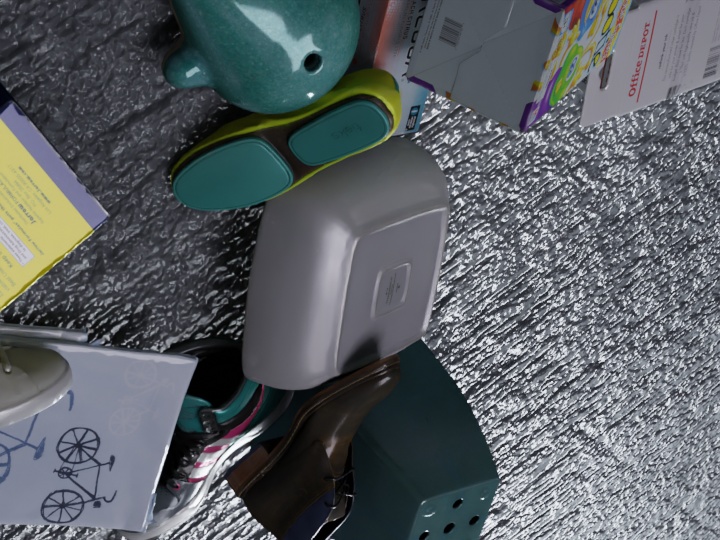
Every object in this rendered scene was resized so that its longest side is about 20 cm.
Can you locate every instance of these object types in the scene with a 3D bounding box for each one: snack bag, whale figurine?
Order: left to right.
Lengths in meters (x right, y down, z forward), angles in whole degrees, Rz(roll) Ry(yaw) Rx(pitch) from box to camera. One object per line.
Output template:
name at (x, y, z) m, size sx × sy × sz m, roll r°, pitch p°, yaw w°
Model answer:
snack bag at (-0.238, 0.125, 1.449) m, size 0.198 × 0.021 × 0.190 m, roll 6°, pitch 120°, yaw -23°
whale figurine at (-0.079, -0.186, 1.285) m, size 0.159 × 0.104 × 0.200 m, roll -48°, pitch 139°, yaw 6°

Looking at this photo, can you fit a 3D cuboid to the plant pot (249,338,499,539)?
plant pot at (0.021, 0.163, 1.620) m, size 0.140 × 0.200 × 0.142 m, roll -11°, pitch 132°, yaw -35°

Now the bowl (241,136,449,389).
bowl at (0.000, 0.000, 1.504) m, size 0.199 × 0.074 × 0.202 m, roll -20°, pitch 127°, yaw -48°

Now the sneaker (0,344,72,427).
sneaker at (-0.303, 0.068, 1.325) m, size 0.198 × 0.073 × 0.085 m, roll -7°, pitch 118°, yaw -24°

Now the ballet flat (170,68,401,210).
ballet flat at (-0.053, -0.102, 1.393) m, size 0.199 × 0.067 × 0.067 m, roll -20°, pitch 125°, yaw 26°

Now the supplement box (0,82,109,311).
supplement box at (-0.284, -0.024, 1.218) m, size 0.200 × 0.109 × 0.110 m, roll -40°, pitch 119°, yaw -4°

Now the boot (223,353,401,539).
boot at (-0.018, 0.155, 1.514) m, size 0.200 × 0.097 × 0.074 m, roll -41°, pitch 165°, yaw 29°

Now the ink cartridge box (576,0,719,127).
ink cartridge box at (0.254, -0.211, 1.594) m, size 0.199 × 0.067 × 0.117 m, roll -20°, pitch 137°, yaw -29°

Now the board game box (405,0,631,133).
board game box at (0.131, -0.200, 1.397) m, size 0.200 × 0.102 × 0.106 m, roll -42°, pitch 154°, yaw -54°

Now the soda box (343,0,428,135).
soda box at (0.025, -0.201, 1.398) m, size 0.068 × 0.064 × 0.201 m, roll -12°, pitch 133°, yaw -35°

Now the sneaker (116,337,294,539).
sneaker at (-0.147, 0.131, 1.530) m, size 0.200 × 0.083 × 0.121 m, roll -47°, pitch 148°, yaw -9°
